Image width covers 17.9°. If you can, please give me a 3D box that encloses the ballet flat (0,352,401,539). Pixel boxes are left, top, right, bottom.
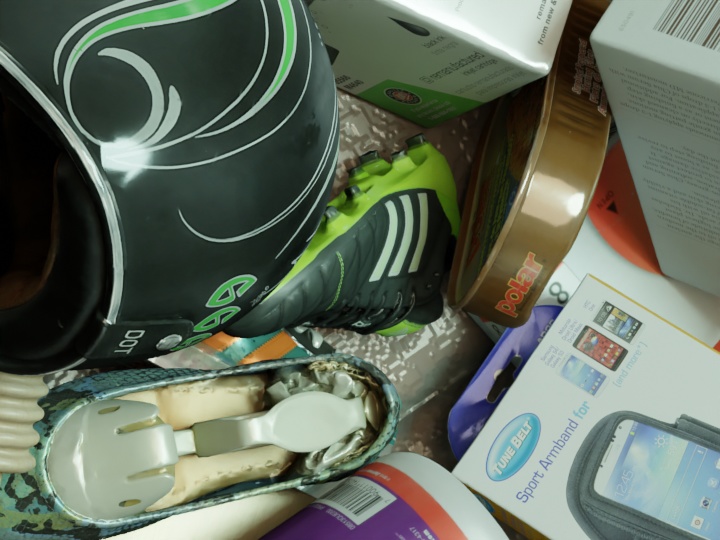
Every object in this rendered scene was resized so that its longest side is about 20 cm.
[{"bbox_3d":[-0.073,0.071,0.980,0.199,0.074,0.075,-14,88,-22],"label":"ballet flat"}]

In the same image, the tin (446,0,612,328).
[{"bbox_3d":[0.083,-0.056,1.082,0.042,0.112,0.201,25,40,-9],"label":"tin"}]

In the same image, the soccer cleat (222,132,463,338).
[{"bbox_3d":[0.000,0.000,1.056,0.200,0.067,0.081,-37,107,-57],"label":"soccer cleat"}]

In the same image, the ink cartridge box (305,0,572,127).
[{"bbox_3d":[-0.014,-0.153,1.068,0.199,0.145,0.084,23,76,-17],"label":"ink cartridge box"}]

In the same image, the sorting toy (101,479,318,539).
[{"bbox_3d":[-0.090,0.185,1.032,0.198,0.070,0.201,28,74,-15],"label":"sorting toy"}]

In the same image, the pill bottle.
[{"bbox_3d":[-0.029,0.171,0.959,0.200,0.112,0.113,-33,95,-22],"label":"pill bottle"}]

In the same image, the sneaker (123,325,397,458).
[{"bbox_3d":[-0.062,0.021,1.065,0.199,0.071,0.080,28,77,-15],"label":"sneaker"}]

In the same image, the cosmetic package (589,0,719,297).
[{"bbox_3d":[0.181,-0.059,1.049,0.101,0.200,0.071,24,68,29],"label":"cosmetic package"}]

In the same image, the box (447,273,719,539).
[{"bbox_3d":[0.137,0.091,1.062,0.199,0.042,0.119,32,79,16],"label":"box"}]

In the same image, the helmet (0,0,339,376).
[{"bbox_3d":[-0.103,-0.065,0.933,0.201,0.200,0.191,57,41,-5],"label":"helmet"}]

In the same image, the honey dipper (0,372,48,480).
[{"bbox_3d":[-0.162,0.132,0.937,0.038,0.038,0.201,10,91,-20],"label":"honey dipper"}]

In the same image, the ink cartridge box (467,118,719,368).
[{"bbox_3d":[0.168,0.028,1.167,0.200,0.050,0.162,46,70,-6],"label":"ink cartridge box"}]
